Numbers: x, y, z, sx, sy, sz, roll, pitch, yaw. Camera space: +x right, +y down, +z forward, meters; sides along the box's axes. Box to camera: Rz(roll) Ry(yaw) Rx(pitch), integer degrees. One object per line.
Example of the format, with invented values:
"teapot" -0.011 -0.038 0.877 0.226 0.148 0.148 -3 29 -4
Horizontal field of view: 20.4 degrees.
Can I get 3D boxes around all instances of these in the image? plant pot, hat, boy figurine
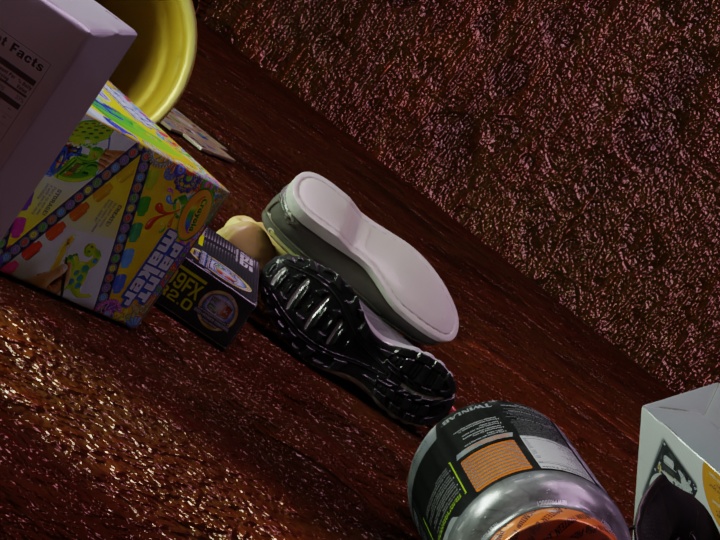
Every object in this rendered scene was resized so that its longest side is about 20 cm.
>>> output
"plant pot" -0.267 -0.211 1.823 0.200 0.202 0.189 33 -8 -19
"hat" 0.192 0.239 1.361 0.080 0.202 0.200 -11 -25 25
"boy figurine" -0.079 -0.003 1.793 0.124 0.065 0.200 38 8 17

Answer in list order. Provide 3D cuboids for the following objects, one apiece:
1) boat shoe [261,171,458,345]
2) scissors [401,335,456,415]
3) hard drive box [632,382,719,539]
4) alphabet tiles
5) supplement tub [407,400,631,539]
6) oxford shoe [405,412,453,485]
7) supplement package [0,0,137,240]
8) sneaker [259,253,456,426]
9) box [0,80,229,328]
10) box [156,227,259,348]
"boat shoe" 0.001 -0.002 1.747 0.202 0.060 0.072 42 40 -15
"scissors" 0.084 0.139 1.785 0.200 0.014 0.073 52 -32 5
"hard drive box" 0.278 0.213 1.500 0.076 0.201 0.156 -14 31 -23
"alphabet tiles" -0.249 -0.199 2.511 0.200 0.006 0.166 38 8 20
"supplement tub" 0.103 0.169 1.285 0.122 0.123 0.200 33 8 -14
"oxford shoe" 0.118 0.189 1.435 0.200 0.071 0.071 40 16 -7
"supplement package" -0.236 -0.080 1.003 0.150 0.201 0.152 35 7 -2
"sneaker" -0.010 0.061 1.714 0.200 0.074 0.079 40 -4 -14
"box" -0.233 -0.085 1.376 0.200 0.122 0.192 41 8 40
"box" -0.157 -0.018 1.598 0.160 0.044 0.200 34 7 -7
